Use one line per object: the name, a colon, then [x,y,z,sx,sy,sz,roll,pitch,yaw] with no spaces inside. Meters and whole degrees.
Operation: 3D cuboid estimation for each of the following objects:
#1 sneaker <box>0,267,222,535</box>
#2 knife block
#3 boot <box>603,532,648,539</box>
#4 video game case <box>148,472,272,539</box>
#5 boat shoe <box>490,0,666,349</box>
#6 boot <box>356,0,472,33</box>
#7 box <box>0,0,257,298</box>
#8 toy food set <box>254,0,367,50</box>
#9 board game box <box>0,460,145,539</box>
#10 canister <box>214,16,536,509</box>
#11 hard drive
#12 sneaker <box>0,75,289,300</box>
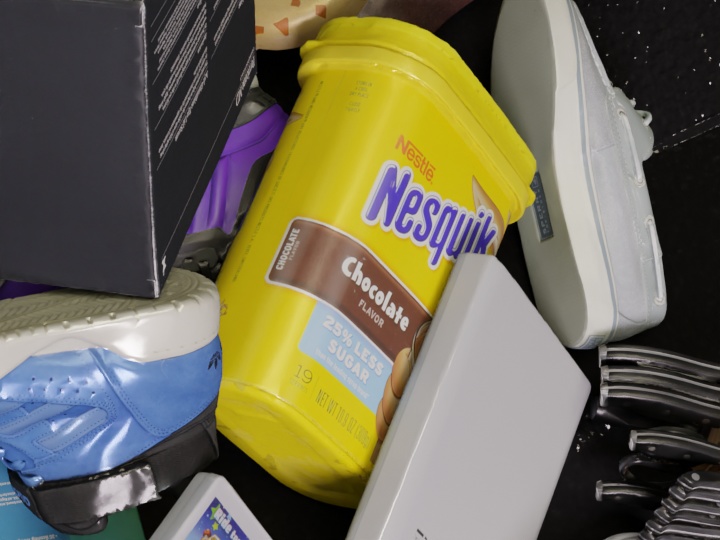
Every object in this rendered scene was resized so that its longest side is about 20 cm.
sneaker: [-0.155,0.068,0.822,0.199,0.077,0.112,-9,112,-19]
knife block: [0.218,0.086,1.005,0.200,0.064,0.176,-28,66,-37]
boot: [0.116,0.196,0.913,0.074,0.096,0.200,45,56,-7]
video game case: [-0.083,0.207,0.820,0.200,0.018,0.143,-54,128,-29]
boat shoe: [0.121,-0.060,1.032,0.071,0.070,0.201,-8,86,-27]
boot: [0.052,-0.165,1.067,0.200,0.072,0.167,29,78,-5]
box: [-0.102,-0.104,0.852,0.079,0.141,0.200,4,34,9]
toy food set: [-0.093,-0.197,1.010,0.197,0.049,0.201,-9,74,2]
board game box: [-0.154,0.178,0.852,0.151,0.047,0.200,-2,69,-44]
canister: [0.000,0.000,0.944,0.149,0.086,0.200,47,58,-45]
hard drive: [0.049,0.111,0.931,0.027,0.132,0.200,6,61,35]
sneaker: [-0.096,-0.014,0.957,0.200,0.070,0.100,-41,88,-24]
